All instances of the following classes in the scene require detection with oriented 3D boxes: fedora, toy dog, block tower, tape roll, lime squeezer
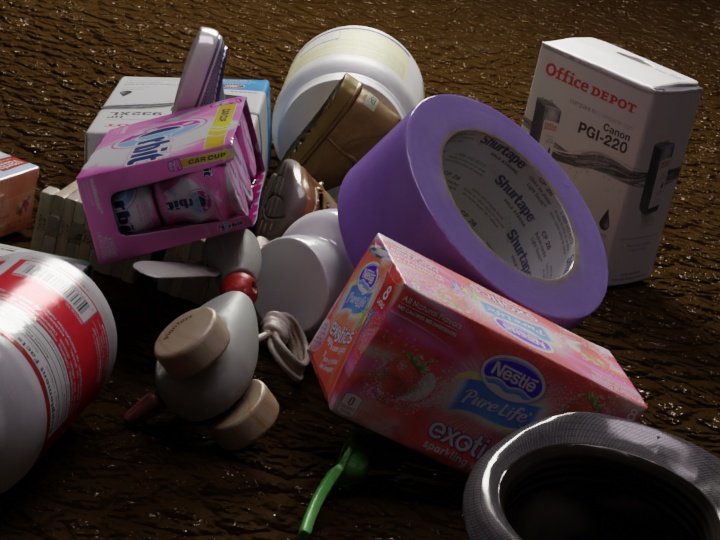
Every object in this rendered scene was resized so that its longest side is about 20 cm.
[{"bbox_3d":[0.142,0.174,1.089,0.176,0.091,0.200,16,26,11],"label":"fedora"},{"bbox_3d":[-0.113,0.050,1.257,0.096,0.133,0.200,-22,9,13],"label":"toy dog"},{"bbox_3d":[-0.159,-0.018,1.461,0.198,0.054,0.058,17,19,7],"label":"block tower"},{"bbox_3d":[0.085,-0.026,1.363,0.199,0.085,0.201,29,39,-27],"label":"tape roll"},{"bbox_3d":[0.010,0.135,1.206,0.199,0.038,0.071,-7,60,-48],"label":"lime squeezer"}]

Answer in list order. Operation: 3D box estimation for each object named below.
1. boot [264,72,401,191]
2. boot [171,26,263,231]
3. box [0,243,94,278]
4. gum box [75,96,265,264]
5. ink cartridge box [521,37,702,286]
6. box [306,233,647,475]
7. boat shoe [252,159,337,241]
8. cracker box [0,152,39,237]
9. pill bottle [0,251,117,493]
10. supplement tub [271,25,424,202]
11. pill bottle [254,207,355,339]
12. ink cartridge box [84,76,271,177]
[{"bbox_3d":[0.025,-0.061,1.650,0.199,0.175,0.066,35,40,-8],"label":"boot"},{"bbox_3d":[-0.115,-0.098,1.493,0.090,0.201,0.073,14,30,-7],"label":"boot"},{"bbox_3d":[-0.262,-0.001,1.283,0.143,0.037,0.200,12,2,-6],"label":"box"},{"bbox_3d":[-0.136,-0.069,1.347,0.113,0.067,0.200,-14,15,3],"label":"gum box"},{"bbox_3d":[0.225,-0.105,1.744,0.084,0.202,0.145,-7,28,-46],"label":"ink cartridge box"},{"bbox_3d":[0.077,0.072,1.228,0.199,0.103,0.095,27,14,-20],"label":"box"},{"bbox_3d":[-0.046,-0.047,1.544,0.071,0.076,0.200,23,2,-7],"label":"boat shoe"},{"bbox_3d":[-0.377,-0.077,1.464,0.199,0.058,0.134,20,21,19],"label":"cracker box"},{"bbox_3d":[-0.226,0.068,1.090,0.111,0.113,0.200,16,20,7],"label":"pill bottle"},{"bbox_3d":[-0.011,-0.151,1.792,0.144,0.146,0.200,14,20,-1],"label":"supplement tub"},{"bbox_3d":[0.000,0.000,1.434,0.104,0.105,0.199,25,19,28],"label":"pill bottle"},{"bbox_3d":[-0.159,-0.109,1.631,0.144,0.084,0.200,2,20,1],"label":"ink cartridge box"}]
